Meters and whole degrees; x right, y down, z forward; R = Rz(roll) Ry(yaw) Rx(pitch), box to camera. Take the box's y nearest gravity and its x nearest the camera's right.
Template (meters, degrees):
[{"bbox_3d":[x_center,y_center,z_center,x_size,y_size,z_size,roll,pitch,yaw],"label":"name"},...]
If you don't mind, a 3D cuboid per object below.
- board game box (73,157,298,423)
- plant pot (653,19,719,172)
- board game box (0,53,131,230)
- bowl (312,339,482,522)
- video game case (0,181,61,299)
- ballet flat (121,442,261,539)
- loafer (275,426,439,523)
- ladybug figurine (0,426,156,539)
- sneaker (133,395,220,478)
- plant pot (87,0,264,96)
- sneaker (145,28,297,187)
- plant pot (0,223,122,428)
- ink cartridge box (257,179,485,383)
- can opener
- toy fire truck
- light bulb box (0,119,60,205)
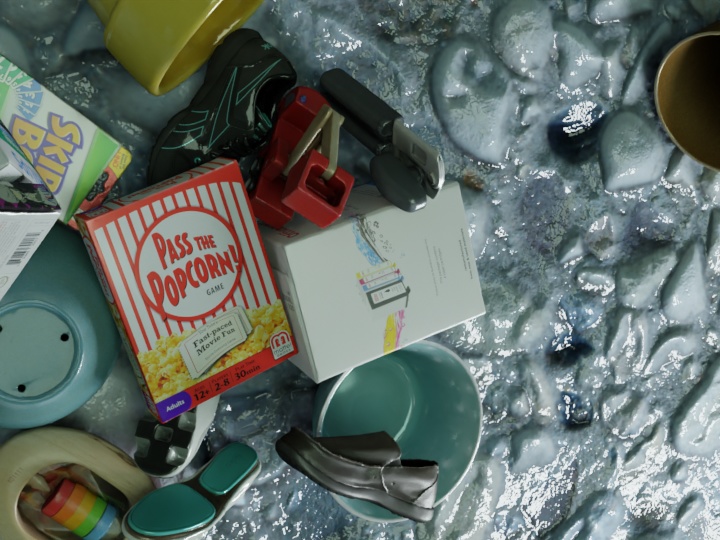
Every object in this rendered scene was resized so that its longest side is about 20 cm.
[{"bbox_3d":[-0.158,0.016,0.851,0.150,0.046,0.202,-26,111,-25],"label":"board game box"},{"bbox_3d":[0.498,-0.250,1.130,0.199,0.185,0.188,-39,112,-28],"label":"plant pot"},{"bbox_3d":[-0.318,-0.129,0.855,0.199,0.030,0.096,38,83,-27],"label":"board game box"},{"bbox_3d":[0.026,0.163,1.014,0.198,0.105,0.204,-4,100,-23],"label":"bowl"},{"bbox_3d":[-0.337,0.014,0.655,0.200,0.036,0.181,-48,160,22],"label":"video game case"},{"bbox_3d":[-0.167,0.241,0.918,0.200,0.069,0.070,-28,116,-61],"label":"ballet flat"},{"bbox_3d":[0.001,0.190,0.918,0.199,0.073,0.072,29,82,-34],"label":"loafer"},{"bbox_3d":[-0.280,0.229,0.905,0.136,0.072,0.200,-48,114,-9],"label":"ladybug figurine"},{"bbox_3d":[-0.175,0.114,0.941,0.073,0.089,0.202,18,75,8],"label":"sneaker"},{"bbox_3d":[-0.180,-0.293,0.808,0.189,0.201,0.201,45,80,-7],"label":"plant pot"},{"bbox_3d":[-0.136,-0.134,0.884,0.079,0.075,0.201,34,97,17],"label":"sneaker"},{"bbox_3d":[-0.306,0.059,0.831,0.197,0.134,0.203,-5,101,-24],"label":"plant pot"},{"bbox_3d":[0.000,0.000,0.951,0.198,0.147,0.147,-20,107,-19],"label":"ink cartridge box"},{"bbox_3d":[0.014,-0.136,0.910,0.066,0.200,0.053,-20,138,-26],"label":"can opener"},{"bbox_3d":[-0.054,-0.112,0.868,0.048,0.141,0.202,30,51,-23],"label":"toy fire truck"},{"bbox_3d":[-0.387,-0.086,0.724,0.197,0.125,0.201,-38,82,-7],"label":"light bulb box"}]
